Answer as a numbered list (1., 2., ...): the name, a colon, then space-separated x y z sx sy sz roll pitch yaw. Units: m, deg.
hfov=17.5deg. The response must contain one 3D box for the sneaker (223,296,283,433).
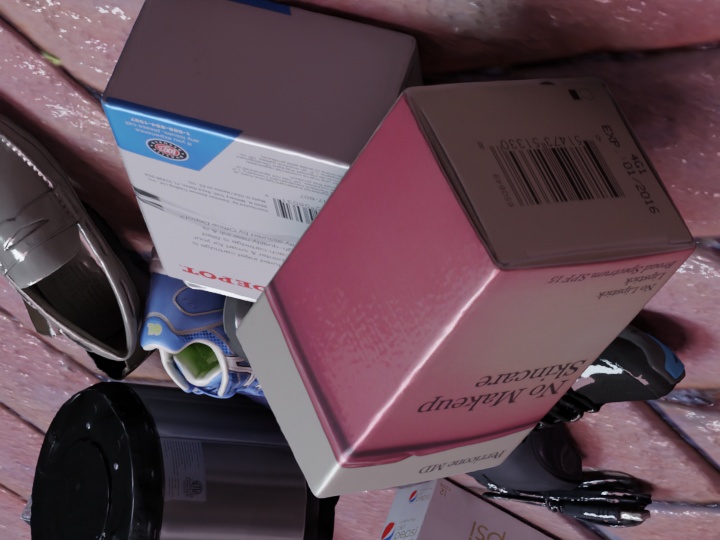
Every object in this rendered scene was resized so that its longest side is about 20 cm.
1. sneaker: -0.020 0.067 1.517 0.079 0.075 0.200 6 153 26

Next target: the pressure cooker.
1. pressure cooker: -0.109 0.171 1.632 0.200 0.176 0.179 6 -167 -33

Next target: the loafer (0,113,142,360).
1. loafer: -0.196 -0.023 1.431 0.200 0.070 0.070 50 -176 -34

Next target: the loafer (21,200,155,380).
1. loafer: -0.189 0.010 1.533 0.073 0.071 0.200 1 151 38

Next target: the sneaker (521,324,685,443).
1. sneaker: 0.107 0.075 1.419 0.200 0.082 0.073 -5 145 43

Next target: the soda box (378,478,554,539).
1. soda box: 0.112 0.232 1.779 0.200 0.068 0.064 30 155 -21

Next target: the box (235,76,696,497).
1. box: 0.047 0.009 1.150 0.128 0.109 0.200 -7 148 -35

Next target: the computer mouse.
1. computer mouse: 0.104 0.127 1.575 0.138 0.053 0.200 7 154 31

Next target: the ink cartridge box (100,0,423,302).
1. ink cartridge box: -0.041 -0.056 1.248 0.146 0.084 0.200 14 157 12

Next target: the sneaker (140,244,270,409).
1. sneaker: -0.093 0.052 1.542 0.076 0.077 0.200 4 154 30

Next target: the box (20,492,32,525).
1. box: -0.154 0.199 1.871 0.132 0.115 0.200 7 153 31
